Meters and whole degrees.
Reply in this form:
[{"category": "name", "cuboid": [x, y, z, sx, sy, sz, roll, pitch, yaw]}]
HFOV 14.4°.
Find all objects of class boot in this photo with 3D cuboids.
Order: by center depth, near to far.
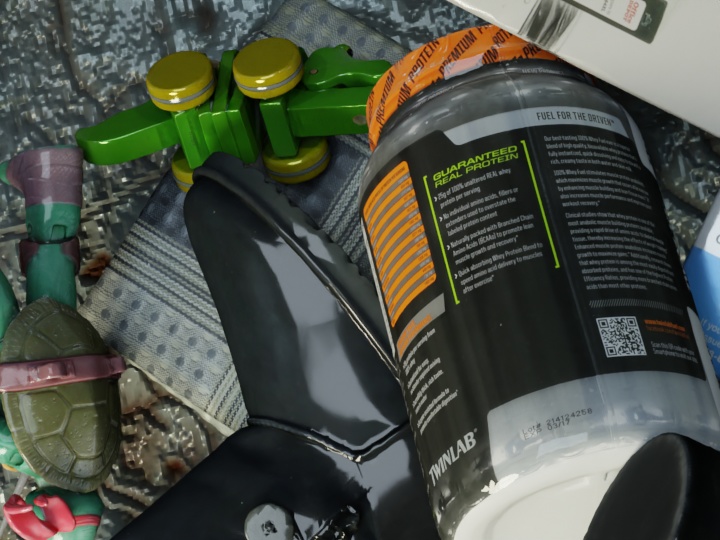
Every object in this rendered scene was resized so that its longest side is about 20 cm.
[{"category": "boot", "cuboid": [-0.052, 0.072, 1.191, 0.168, 0.076, 0.200, -40, 86, -11]}]

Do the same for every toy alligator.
[{"category": "toy alligator", "cuboid": [-0.026, -0.078, 1.240, 0.199, 0.060, 0.054, -7, 40, 12]}]

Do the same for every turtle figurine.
[{"category": "turtle figurine", "cuboid": [-0.146, 0.049, 1.210, 0.100, 0.149, 0.201, -11, 83, 28]}]

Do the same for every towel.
[{"category": "towel", "cuboid": [0.000, 0.000, 1.266, 0.200, 0.035, 0.193, 34, 90, 15]}]

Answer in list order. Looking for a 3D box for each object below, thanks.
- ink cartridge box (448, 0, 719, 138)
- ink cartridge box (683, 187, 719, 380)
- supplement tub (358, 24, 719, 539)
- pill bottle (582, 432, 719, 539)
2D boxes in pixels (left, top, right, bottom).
[{"category": "ink cartridge box", "cuboid": [0.091, -0.147, 1.159, 0.199, 0.146, 0.085, 25, 113, -7]}, {"category": "ink cartridge box", "cuboid": [0.229, -0.026, 1.185, 0.145, 0.084, 0.201, 26, 91, 15]}, {"category": "supplement tub", "cuboid": [0.069, 0.010, 1.134, 0.122, 0.123, 0.201, -19, 62, 10]}, {"category": "pill bottle", "cuboid": [0.181, 0.137, 1.036, 0.199, 0.112, 0.112, 25, 91, -14]}]
